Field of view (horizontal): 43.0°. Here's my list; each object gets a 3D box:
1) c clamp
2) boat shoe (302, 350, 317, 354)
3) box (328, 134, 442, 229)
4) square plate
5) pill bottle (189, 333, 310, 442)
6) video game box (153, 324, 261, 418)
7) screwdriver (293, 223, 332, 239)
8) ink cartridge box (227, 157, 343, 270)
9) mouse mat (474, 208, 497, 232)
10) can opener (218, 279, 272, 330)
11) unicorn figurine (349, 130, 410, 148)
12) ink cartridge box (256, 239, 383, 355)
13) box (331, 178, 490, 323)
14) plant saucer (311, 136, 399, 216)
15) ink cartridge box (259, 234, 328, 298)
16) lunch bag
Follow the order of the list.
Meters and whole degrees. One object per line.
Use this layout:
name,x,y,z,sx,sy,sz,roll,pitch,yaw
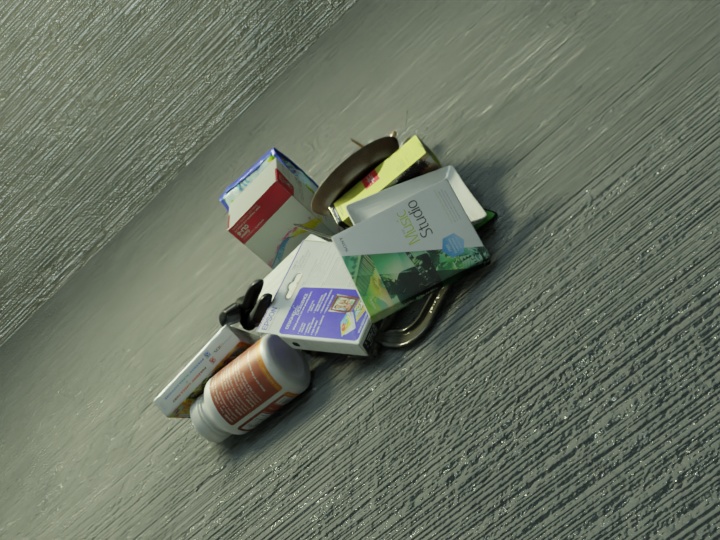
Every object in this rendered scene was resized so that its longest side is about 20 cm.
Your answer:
c clamp,0.070,0.055,1.413,0.201,0.027,0.170,-56,23,-20
boat shoe,-0.086,0.100,1.561,0.075,0.073,0.200,-45,16,-6
box,0.044,-0.143,1.588,0.199,0.075,0.050,-39,55,16
square plate,0.086,-0.088,1.469,0.196,0.029,0.201,-21,32,-1
pill bottle,-0.187,0.200,1.519,0.199,0.112,0.113,-37,24,22
video game box,-0.257,0.185,1.626,0.183,0.047,0.200,-49,-14,0
screwdriver,-0.045,-0.052,1.603,0.029,0.198,0.028,-54,45,25
ink cartridge box,-0.145,-0.089,1.820,0.145,0.200,0.146,-43,21,12
mouse mat,0.102,-0.071,1.467,0.160,0.008,0.199,-37,35,-25
can opener,-0.184,0.064,1.560,0.078,0.064,0.200,-38,1,-27
unicorn figurine,0.044,-0.212,1.794,0.073,0.201,0.138,18,50,17
ink cartridge box,-0.042,0.039,1.463,0.198,0.044,0.200,5,53,31
box,0.073,-0.030,1.354,0.198,0.036,0.145,-28,67,0
plant saucer,-0.002,-0.161,1.645,0.199,0.032,0.201,-36,-15,-11
ink cartridge box,-0.099,0.019,1.624,0.160,0.047,0.200,-44,25,-9
lunch bag,-0.179,-0.142,1.968,0.170,0.200,0.128,-39,22,13
